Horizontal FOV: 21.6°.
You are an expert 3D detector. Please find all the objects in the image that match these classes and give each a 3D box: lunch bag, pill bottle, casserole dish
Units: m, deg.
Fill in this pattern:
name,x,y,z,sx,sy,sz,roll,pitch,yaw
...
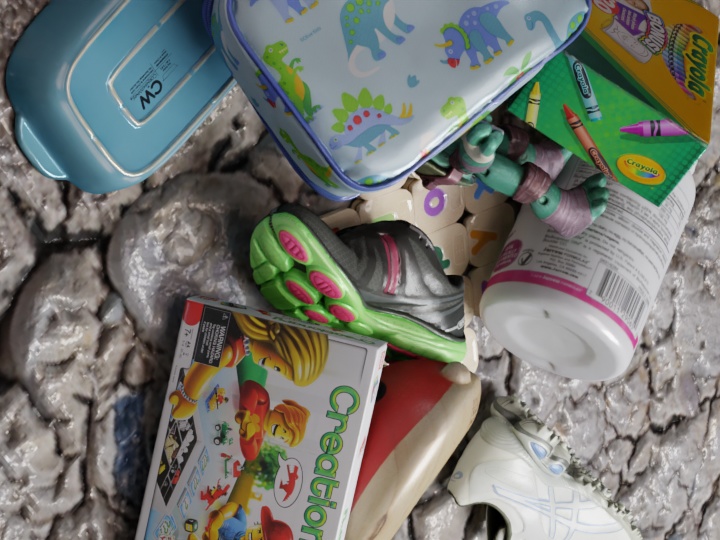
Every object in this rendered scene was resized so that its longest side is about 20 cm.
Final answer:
name,x,y,z,sx,sy,sz,roll,pitch,yaw
lunch bag,0.020,-0.152,1.084,0.200,0.082,0.161,-39,99,-14
pill bottle,0.170,-0.033,1.337,0.113,0.113,0.201,48,58,-41
casserole dish,-0.119,-0.131,1.098,0.200,0.039,0.121,-50,130,-20

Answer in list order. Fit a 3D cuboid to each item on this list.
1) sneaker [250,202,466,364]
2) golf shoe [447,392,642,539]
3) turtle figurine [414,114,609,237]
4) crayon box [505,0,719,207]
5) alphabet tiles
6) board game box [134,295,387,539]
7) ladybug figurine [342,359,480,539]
name,x,y,z,sx,sy,sz,roll,pitch,yaw
sneaker,0.000,0.000,1.217,0.200,0.076,0.084,33,62,-47
golf shoe,0.135,0.177,1.422,0.097,0.078,0.200,-47,126,-1
turtle figurine,0.069,-0.099,1.231,0.199,0.101,0.150,30,38,-33
crayon box,0.170,-0.137,1.241,0.058,0.118,0.200,-54,-171,32
alphabet tiles,0.036,-0.004,1.299,0.195,0.015,0.201,-24,118,-37
board game box,-0.066,0.127,1.167,0.035,0.125,0.201,-14,116,-79
ladybug figurine,0.008,0.131,1.235,0.200,0.072,0.136,-56,175,21
